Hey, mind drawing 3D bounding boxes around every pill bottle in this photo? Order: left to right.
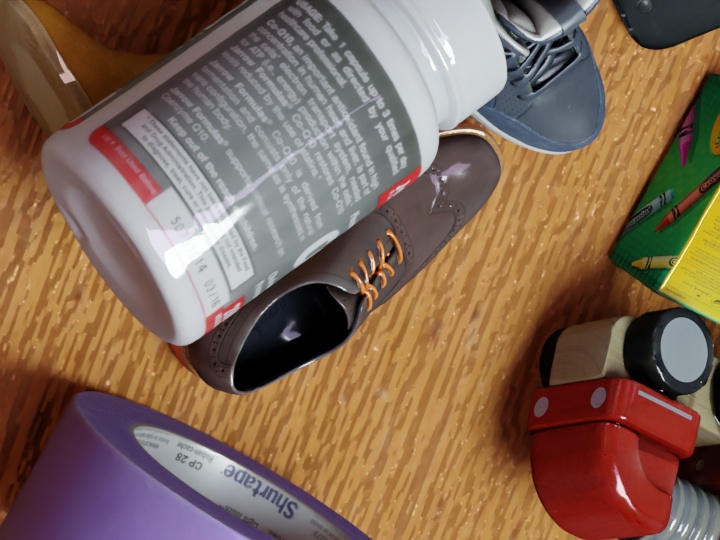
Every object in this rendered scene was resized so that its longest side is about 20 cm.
[{"bbox_3d":[-0.036,-0.066,1.276,0.200,0.114,0.114,-36,120,-16],"label":"pill bottle"}]

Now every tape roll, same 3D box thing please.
[{"bbox_3d":[-0.074,0.146,1.362,0.199,0.200,0.085,26,96,-31],"label":"tape roll"}]

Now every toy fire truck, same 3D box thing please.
[{"bbox_3d":[0.158,0.142,1.503,0.175,0.128,0.201,26,67,-31],"label":"toy fire truck"}]

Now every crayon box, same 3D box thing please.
[{"bbox_3d":[0.249,-0.012,1.542,0.199,0.058,0.119,26,97,-31],"label":"crayon box"}]

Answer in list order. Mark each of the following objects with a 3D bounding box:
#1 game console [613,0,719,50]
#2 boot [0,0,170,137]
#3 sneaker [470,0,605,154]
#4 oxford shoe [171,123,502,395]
[{"bbox_3d":[0.183,-0.194,1.372,0.171,0.119,0.201,-21,120,14],"label":"game console"},{"bbox_3d":[-0.077,-0.093,1.358,0.144,0.071,0.202,-44,116,-18],"label":"boot"},{"bbox_3d":[0.086,-0.117,1.374,0.077,0.146,0.203,-43,123,-7],"label":"sneaker"},{"bbox_3d":[0.000,0.000,1.417,0.200,0.073,0.071,-38,120,-8],"label":"oxford shoe"}]
